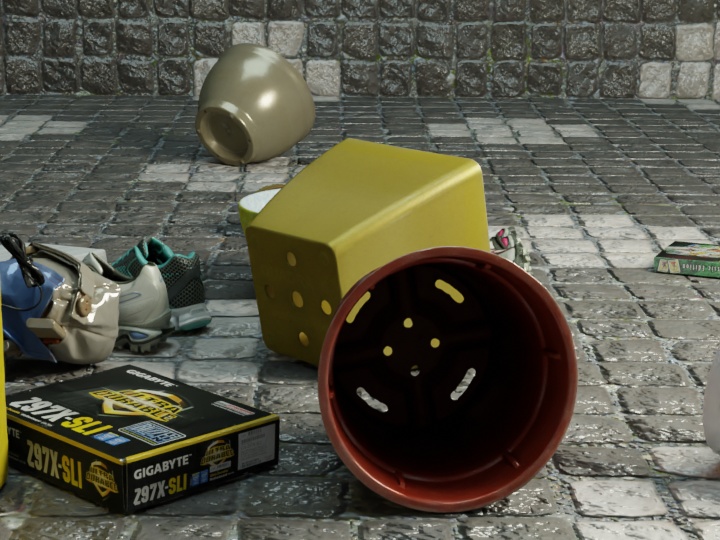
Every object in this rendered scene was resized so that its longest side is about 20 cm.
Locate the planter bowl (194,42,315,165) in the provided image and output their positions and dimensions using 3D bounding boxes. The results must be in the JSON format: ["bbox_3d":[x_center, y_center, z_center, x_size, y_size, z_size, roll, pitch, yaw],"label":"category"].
[{"bbox_3d":[-0.195,-0.260,2.759,0.199,0.201,0.135,9,43,33],"label":"planter bowl"}]

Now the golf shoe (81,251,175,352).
[{"bbox_3d":[-0.287,0.026,1.688,0.199,0.098,0.078,2,15,12],"label":"golf shoe"}]

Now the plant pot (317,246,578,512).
[{"bbox_3d":[0.055,0.074,1.327,0.199,0.202,0.195,-1,5,-7],"label":"plant pot"}]

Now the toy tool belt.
[{"bbox_3d":[-0.338,0.035,1.591,0.199,0.126,0.123,8,7,31],"label":"toy tool belt"}]

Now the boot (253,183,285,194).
[{"bbox_3d":[-0.030,-0.070,2.173,0.174,0.067,0.199,-12,19,-41],"label":"boot"}]

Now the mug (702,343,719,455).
[{"bbox_3d":[0.388,0.098,1.321,0.153,0.150,0.186,21,30,37],"label":"mug"}]

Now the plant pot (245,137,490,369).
[{"bbox_3d":[0.000,0.000,1.638,0.176,0.201,0.199,-26,27,-37],"label":"plant pot"}]

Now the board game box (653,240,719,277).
[{"bbox_3d":[0.471,-0.009,2.024,0.199,0.024,0.105,6,12,25],"label":"board game box"}]

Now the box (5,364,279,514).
[{"bbox_3d":[-0.190,0.133,1.342,0.159,0.050,0.199,-15,20,-43],"label":"box"}]

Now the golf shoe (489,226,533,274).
[{"bbox_3d":[0.156,0.010,1.865,0.088,0.078,0.200,-20,11,2],"label":"golf shoe"}]

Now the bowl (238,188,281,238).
[{"bbox_3d":[-0.041,-0.027,1.892,0.199,0.108,0.200,0,13,0],"label":"bowl"}]

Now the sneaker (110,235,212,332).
[{"bbox_3d":[-0.236,0.005,1.787,0.199,0.092,0.077,11,16,38],"label":"sneaker"}]

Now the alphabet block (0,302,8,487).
[{"bbox_3d":[-0.376,0.093,1.192,0.198,0.197,0.196,0,15,1],"label":"alphabet block"}]

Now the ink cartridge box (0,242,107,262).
[{"bbox_3d":[-0.415,0.005,1.907,0.199,0.051,0.162,1,11,44],"label":"ink cartridge box"}]

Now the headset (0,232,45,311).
[{"bbox_3d":[-0.375,0.049,1.477,0.199,0.094,0.123,-33,38,-16],"label":"headset"}]
